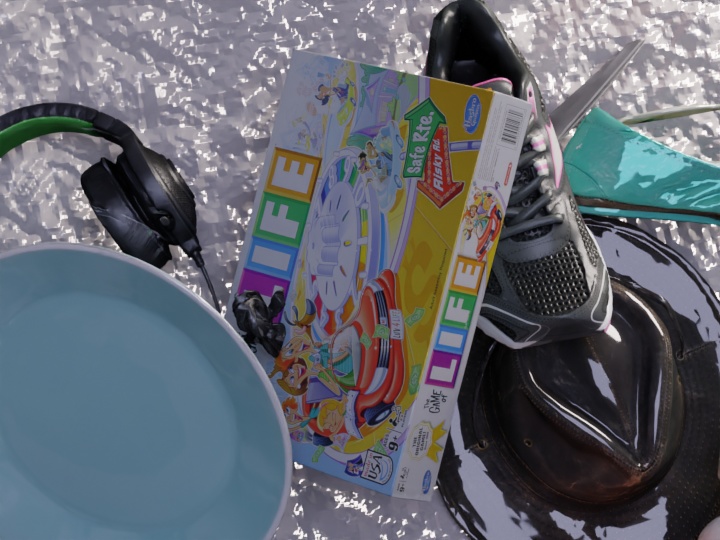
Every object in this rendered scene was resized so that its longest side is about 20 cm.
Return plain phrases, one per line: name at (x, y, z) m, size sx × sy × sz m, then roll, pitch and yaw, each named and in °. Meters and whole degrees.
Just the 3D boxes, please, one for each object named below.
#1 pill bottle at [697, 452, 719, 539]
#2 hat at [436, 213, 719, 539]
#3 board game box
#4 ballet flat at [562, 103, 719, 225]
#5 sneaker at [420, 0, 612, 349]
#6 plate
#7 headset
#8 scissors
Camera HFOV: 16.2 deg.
pill bottle at (0.223, 0.185, 1.278) m, size 0.116 × 0.116 × 0.201 m, roll 7°, pitch 79°, yaw -7°
hat at (0.123, 0.062, 1.302) m, size 0.200 × 0.081 × 0.201 m, roll 2°, pitch 79°, yaw -9°
board game box at (0.000, 0.000, 1.255) m, size 0.034 × 0.134 × 0.201 m, roll 13°, pitch 92°, yaw -50°
ballet flat at (0.205, -0.049, 1.338) m, size 0.199 × 0.067 × 0.071 m, roll 10°, pitch 95°, yaw -5°
sneaker at (0.067, -0.053, 1.278) m, size 0.080 × 0.086 × 0.200 m, roll -20°, pitch 57°, yaw -6°
plate at (-0.124, 0.072, 1.236) m, size 0.200 × 0.200 × 0.026 m, roll 35°, pitch 34°, yaw -1°
headset at (-0.126, -0.009, 1.263) m, size 0.200 × 0.094 × 0.124 m, roll 28°, pitch 82°, yaw 14°
scissors at (0.089, -0.054, 1.344) m, size 0.200 × 0.014 × 0.073 m, roll -30°, pitch 59°, yaw -15°
